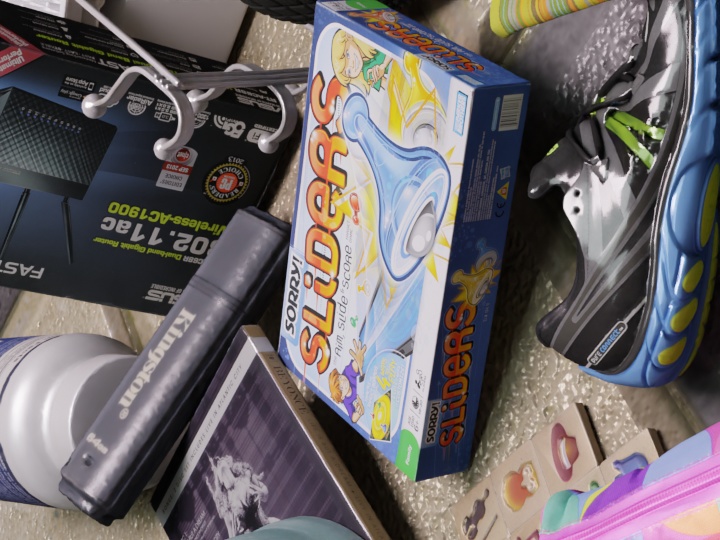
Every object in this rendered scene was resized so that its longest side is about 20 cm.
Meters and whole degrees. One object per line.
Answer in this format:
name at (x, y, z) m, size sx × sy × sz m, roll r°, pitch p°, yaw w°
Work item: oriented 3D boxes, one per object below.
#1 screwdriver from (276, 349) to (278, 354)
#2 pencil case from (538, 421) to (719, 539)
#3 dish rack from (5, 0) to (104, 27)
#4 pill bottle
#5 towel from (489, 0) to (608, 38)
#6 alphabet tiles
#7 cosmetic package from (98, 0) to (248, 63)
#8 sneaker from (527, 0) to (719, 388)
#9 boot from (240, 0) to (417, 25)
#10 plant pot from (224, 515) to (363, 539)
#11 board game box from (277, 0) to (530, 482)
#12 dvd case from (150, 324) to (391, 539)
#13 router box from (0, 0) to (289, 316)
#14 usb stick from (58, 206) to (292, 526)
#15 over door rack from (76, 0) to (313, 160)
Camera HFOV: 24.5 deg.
screwdriver at (0.000, 0.000, 0.895) m, size 0.200 × 0.028 × 0.029 m, roll -40°, pitch 34°, yaw 51°
pencil case at (0.148, 0.086, 0.601) m, size 0.200 × 0.088 × 0.089 m, roll -39°, pitch 52°, yaw 42°
dish rack at (-0.209, -0.165, 1.069) m, size 0.200 × 0.043 × 0.172 m, roll -21°, pitch 61°, yaw 56°
pill bottle at (-0.193, 0.096, 1.066) m, size 0.200 × 0.111 × 0.112 m, roll -5°, pitch 78°, yaw 54°
towel at (0.123, -0.149, 0.657) m, size 0.200 × 0.018 × 0.086 m, roll -6°, pitch 69°, yaw 56°
alphabet tiles at (0.096, 0.168, 0.727) m, size 0.167 × 0.008 × 0.201 m, roll -47°, pitch 46°, yaw 39°
cosmetic package at (-0.148, -0.135, 1.082) m, size 0.108 × 0.085 × 0.201 m, roll 46°, pitch 120°, yaw 54°
sneaker at (0.111, -0.054, 0.686) m, size 0.082 × 0.071 × 0.201 m, roll 10°, pitch 93°, yaw 23°
boot at (0.022, -0.213, 0.861) m, size 0.199 × 0.068 × 0.131 m, roll -17°, pitch 64°, yaw 30°
plant pot at (-0.068, 0.229, 0.803) m, size 0.200 × 0.134 × 0.201 m, roll 5°, pitch 96°, yaw 50°
board game box at (0.016, -0.017, 0.812) m, size 0.135 × 0.034 × 0.201 m, roll 37°, pitch 127°, yaw 49°
dvd case at (-0.042, 0.151, 0.884) m, size 0.200 × 0.016 × 0.149 m, roll 55°, pitch 132°, yaw 33°
router box at (-0.157, -0.060, 0.971) m, size 0.150 × 0.199 × 0.062 m, roll -63°, pitch 34°, yaw 24°
usb stick at (-0.103, 0.052, 0.952) m, size 0.055 × 0.033 × 0.200 m, roll 29°, pitch 82°, yaw 40°
over door rack at (-0.095, -0.132, 0.917) m, size 0.200 × 0.147 × 0.067 m, roll 51°, pitch 131°, yaw 30°
